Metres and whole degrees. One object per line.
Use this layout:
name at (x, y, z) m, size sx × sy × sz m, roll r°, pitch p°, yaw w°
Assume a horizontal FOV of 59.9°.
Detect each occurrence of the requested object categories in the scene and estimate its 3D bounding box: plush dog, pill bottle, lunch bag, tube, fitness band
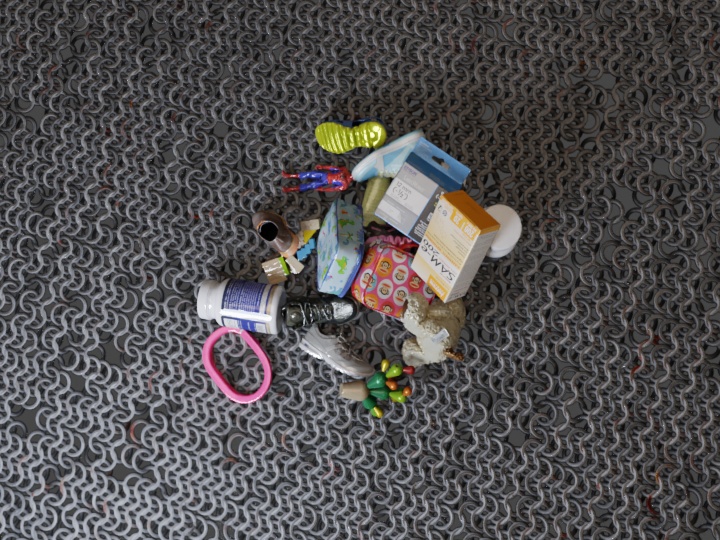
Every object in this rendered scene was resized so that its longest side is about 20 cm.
plush dog at (0.188, 0.121, 1.426) m, size 0.157 × 0.204 × 0.172 m, roll 15°, pitch 43°, yaw 24°
pill bottle at (0.297, -0.082, 1.426) m, size 0.111 × 0.200 × 0.117 m, roll 0°, pitch 84°, yaw -1°
lunch bag at (0.090, 0.019, 1.453) m, size 0.197 × 0.082 × 0.179 m, roll 25°, pitch 91°, yaw -31°
tube at (0.042, -0.206, 1.540) m, size 0.057 × 0.052 × 0.206 m, roll 9°, pitch 89°, yaw 33°
fitness band at (-0.300, 0.229, 1.534) m, size 0.143 × 0.037 × 0.201 m, roll -42°, pitch 82°, yaw 0°
pill bottle at (-0.284, 0.082, 1.505) m, size 0.195 × 0.116 × 0.119 m, roll 8°, pitch 86°, yaw 5°
lunch bag at (-0.050, -0.052, 1.448) m, size 0.081 × 0.203 × 0.162 m, roll 14°, pitch 131°, yaw -17°

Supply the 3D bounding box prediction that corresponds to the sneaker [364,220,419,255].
sneaker at (0.102, -0.083, 1.510) m, size 0.194 × 0.080 × 0.097 m, roll 4°, pitch 49°, yaw -11°

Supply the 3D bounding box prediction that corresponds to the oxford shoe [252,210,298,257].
oxford shoe at (-0.218, -0.105, 1.495) m, size 0.072 × 0.073 × 0.199 m, roll -55°, pitch 43°, yaw 1°

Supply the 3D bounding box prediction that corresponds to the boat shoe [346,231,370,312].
boat shoe at (0.000, 0.000, 1.519) m, size 0.060 × 0.071 × 0.207 m, roll 15°, pitch 70°, yaw -36°

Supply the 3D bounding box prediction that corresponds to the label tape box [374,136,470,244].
label tape box at (0.140, -0.177, 1.411) m, size 0.142 × 0.066 × 0.202 m, roll 33°, pitch 103°, yaw 1°

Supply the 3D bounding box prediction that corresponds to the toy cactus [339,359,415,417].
toy cactus at (0.033, 0.267, 1.435) m, size 0.161 × 0.201 × 0.104 m, roll 5°, pitch 58°, yaw -17°

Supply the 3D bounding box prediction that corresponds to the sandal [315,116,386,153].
sandal at (-0.018, -0.340, 1.546) m, size 0.195 × 0.087 × 0.081 m, roll 5°, pitch 121°, yaw 20°

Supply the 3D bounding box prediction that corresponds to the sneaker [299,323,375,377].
sneaker at (-0.049, 0.191, 1.496) m, size 0.196 × 0.075 × 0.084 m, roll 26°, pitch 89°, yaw 7°

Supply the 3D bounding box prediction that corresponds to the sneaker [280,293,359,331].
sneaker at (-0.102, 0.100, 1.455) m, size 0.195 × 0.114 × 0.078 m, roll 1°, pitch 104°, yaw 24°

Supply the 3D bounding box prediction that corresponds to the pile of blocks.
pile of blocks at (-0.157, -0.048, 1.534) m, size 0.082 × 0.062 × 0.200 m, roll 44°, pitch 102°, yaw -4°

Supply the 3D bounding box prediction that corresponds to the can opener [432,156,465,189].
can opener at (0.173, -0.259, 1.522) m, size 0.198 × 0.067 × 0.054 m, roll 38°, pitch 88°, yaw 6°

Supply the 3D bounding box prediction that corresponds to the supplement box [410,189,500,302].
supplement box at (0.200, -0.051, 1.343) m, size 0.126 × 0.072 × 0.203 m, roll 47°, pitch 135°, yaw 31°

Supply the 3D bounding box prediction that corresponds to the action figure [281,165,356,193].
action figure at (-0.097, -0.226, 1.553) m, size 0.194 × 0.052 × 0.067 m, roll -4°, pitch 81°, yaw 2°

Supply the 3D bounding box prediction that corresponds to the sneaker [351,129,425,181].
sneaker at (0.086, -0.230, 1.474) m, size 0.197 × 0.080 × 0.133 m, roll -28°, pitch 87°, yaw 5°
